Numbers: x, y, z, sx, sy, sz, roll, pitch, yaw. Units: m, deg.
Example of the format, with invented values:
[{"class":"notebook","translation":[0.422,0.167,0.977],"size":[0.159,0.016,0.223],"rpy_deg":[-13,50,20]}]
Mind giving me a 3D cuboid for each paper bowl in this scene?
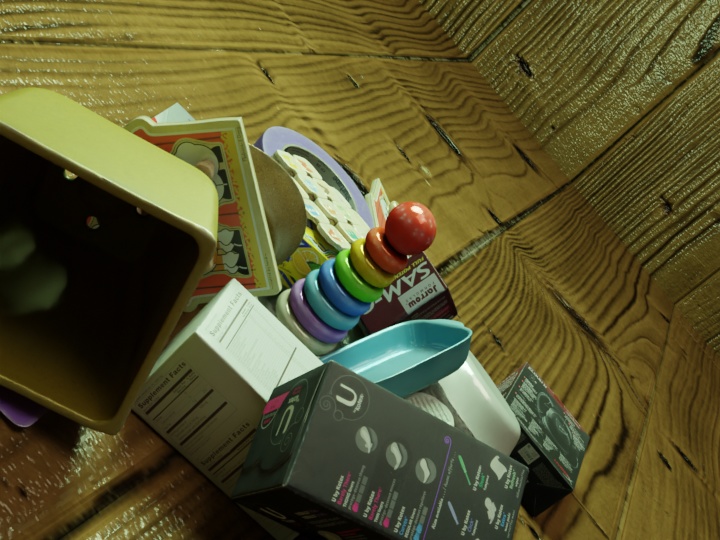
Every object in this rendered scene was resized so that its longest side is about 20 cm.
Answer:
[{"class":"paper bowl","translation":[0.115,0.166,1.103],"size":[0.202,0.104,0.201],"rpy_deg":[53,6,-8]}]

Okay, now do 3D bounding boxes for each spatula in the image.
[{"class":"spatula","translation":[-0.245,0.071,0.796],"size":[0.056,0.021,0.200],"rpy_deg":[41,23,2]}]

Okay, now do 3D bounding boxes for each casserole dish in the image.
[{"class":"casserole dish","translation":[0.032,0.100,0.975],"size":[0.198,0.120,0.039],"rpy_deg":[-22,108,-36]}]

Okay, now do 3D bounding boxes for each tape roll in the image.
[{"class":"tape roll","translation":[-0.080,-0.089,1.238],"size":[0.199,0.085,0.201],"rpy_deg":[39,25,-22]}]

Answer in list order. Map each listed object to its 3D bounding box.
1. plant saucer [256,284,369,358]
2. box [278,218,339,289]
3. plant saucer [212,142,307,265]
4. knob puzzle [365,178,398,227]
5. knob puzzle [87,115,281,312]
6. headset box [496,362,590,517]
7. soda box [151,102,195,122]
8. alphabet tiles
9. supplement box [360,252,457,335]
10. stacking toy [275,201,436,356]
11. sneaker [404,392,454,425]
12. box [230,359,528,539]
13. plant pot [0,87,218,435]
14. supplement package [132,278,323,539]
[{"class":"plant saucer","translation":[-0.067,0.066,1.070],"size":[0.199,0.050,0.201],"rpy_deg":[38,26,-22]},{"class":"box","translation":[-0.084,-0.037,1.056],"size":[0.200,0.064,0.070],"rpy_deg":[42,25,-13]},{"class":"plant saucer","translation":[-0.154,-0.051,0.930],"size":[0.199,0.199,0.036],"rpy_deg":[35,41,-26]},{"class":"knob puzzle","translation":[0.059,-0.025,1.347],"size":[0.219,0.030,0.223],"rpy_deg":[-20,91,-76]},{"class":"knob puzzle","translation":[-0.189,-0.046,0.876],"size":[0.219,0.219,0.031],"rpy_deg":[42,26,-12]},{"class":"headset box","translation":[0.245,0.232,1.320],"size":[0.149,0.077,0.200],"rpy_deg":[50,23,3]},{"class":"soda box","translation":[-0.237,-0.124,1.048],"size":[0.068,0.063,0.200],"rpy_deg":[44,24,-8]},{"class":"alphabet tiles","translation":[-0.028,-0.068,1.126],"size":[0.201,0.015,0.195],"rpy_deg":[50,15,14]},{"class":"supplement box","translation":[0.059,0.047,1.156],"size":[0.061,0.108,0.200],"rpy_deg":[56,1,14]},{"class":"stacking toy","translation":[0.000,0.000,0.975],"size":[0.085,0.200,0.086],"rpy_deg":[36,26,-21]},{"class":"sneaker","translation":[0.019,0.209,0.922],"size":[0.075,0.105,0.200],"rpy_deg":[36,41,7]},{"class":"box","translation":[0.016,0.172,0.743],"size":[0.198,0.122,0.107],"rpy_deg":[30,61,-17]},{"class":"plant pot","translation":[-0.226,-0.031,0.753],"size":[0.193,0.196,0.201],"rpy_deg":[28,22,-12]},{"class":"supplement package","translation":[-0.095,0.129,0.855],"size":[0.200,0.109,0.114],"rpy_deg":[44,25,-9]}]
